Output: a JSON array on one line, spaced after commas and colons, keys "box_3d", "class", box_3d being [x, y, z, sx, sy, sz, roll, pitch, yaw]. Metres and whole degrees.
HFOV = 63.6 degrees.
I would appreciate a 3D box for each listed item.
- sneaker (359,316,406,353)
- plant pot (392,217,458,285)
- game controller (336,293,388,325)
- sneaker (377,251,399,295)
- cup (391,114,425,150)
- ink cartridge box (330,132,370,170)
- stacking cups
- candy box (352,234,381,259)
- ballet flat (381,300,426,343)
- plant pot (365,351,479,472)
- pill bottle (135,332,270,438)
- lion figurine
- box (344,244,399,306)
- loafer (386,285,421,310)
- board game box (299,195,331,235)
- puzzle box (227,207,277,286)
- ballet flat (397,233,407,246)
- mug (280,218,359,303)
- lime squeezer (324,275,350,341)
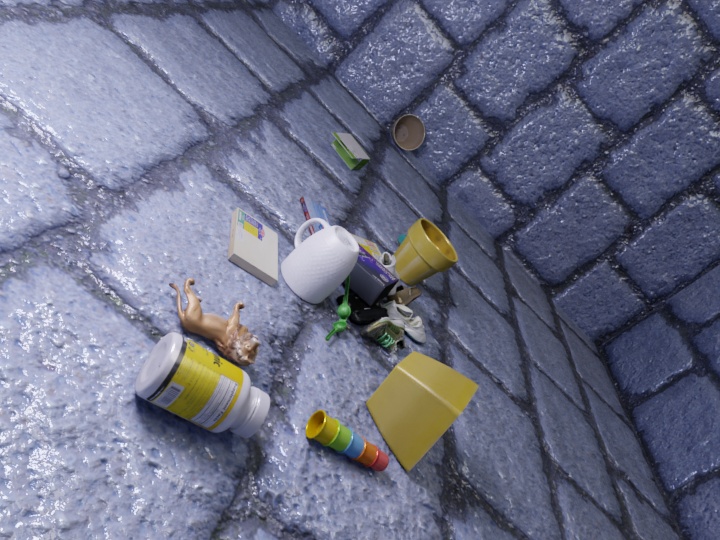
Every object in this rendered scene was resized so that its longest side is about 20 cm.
[{"box_3d": [0.076, 0.184, 1.608, 0.199, 0.077, 0.089, 9, 52, -54], "class": "sneaker"}, {"box_3d": [0.213, -0.052, 2.068, 0.201, 0.189, 0.201, 40, 24, -21], "class": "plant pot"}, {"box_3d": [0.009, 0.109, 1.654, 0.104, 0.042, 0.200, 42, 18, 24], "class": "game controller"}, {"box_3d": [0.090, -0.009, 1.849, 0.200, 0.073, 0.116, -87, 176, -71], "class": "sneaker"}, {"box_3d": [0.257, -0.803, 3.381, 0.200, 0.201, 0.143, 38, -3, -23], "class": "cup"}, {"box_3d": [-0.061, -0.501, 2.437, 0.148, 0.076, 0.200, 52, 24, 7], "class": "ink cartridge box"}, {"box_3d": [-0.022, 0.357, 1.177, 0.200, 0.060, 0.061, 41, 23, -27], "class": "stacking cups"}, {"box_3d": [0.007, -0.069, 1.936, 0.199, 0.026, 0.103, 19, 34, -51], "class": "candy box"}, {"box_3d": [0.148, 0.157, 1.781, 0.200, 0.069, 0.070, 37, 25, -27], "class": "ballet flat"}, {"box_3d": [0.133, 0.311, 1.371, 0.176, 0.200, 0.200, 41, 21, 14], "class": "plant pot"}, {"box_3d": [-0.250, 0.194, 0.943, 0.200, 0.111, 0.112, 37, 25, -27], "class": "pill bottle"}, {"box_3d": [-0.282, 0.103, 1.103, 0.199, 0.073, 0.123, 23, 44, -20], "class": "lion figurine"}, {"box_3d": [0.000, 0.000, 1.705, 0.200, 0.079, 0.141, 42, 23, 10], "class": "box"}, {"box_3d": [0.141, 0.079, 1.878, 0.068, 0.076, 0.200, 56, 23, 2], "class": "loafer"}, {"box_3d": [-0.128, -0.145, 1.819, 0.103, 0.019, 0.201, 26, 31, -40], "class": "board game box"}, {"box_3d": [-0.262, -0.061, 1.437, 0.133, 0.025, 0.201, 35, 26, -29], "class": "puzzle box"}, {"box_3d": [0.206, -0.055, 2.228, 0.065, 0.070, 0.201, 40, 23, -56], "class": "ballet flat"}, {"box_3d": [-0.105, -0.045, 1.500, 0.147, 0.175, 0.201, 15, 40, -53], "class": "mug"}, {"box_3d": [-0.054, 0.110, 1.483, 0.071, 0.037, 0.201, 55, 41, -39], "class": "lime squeezer"}]
